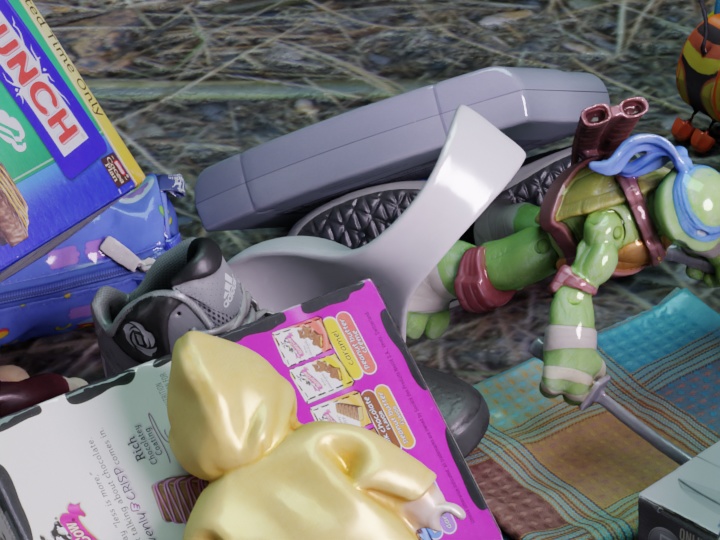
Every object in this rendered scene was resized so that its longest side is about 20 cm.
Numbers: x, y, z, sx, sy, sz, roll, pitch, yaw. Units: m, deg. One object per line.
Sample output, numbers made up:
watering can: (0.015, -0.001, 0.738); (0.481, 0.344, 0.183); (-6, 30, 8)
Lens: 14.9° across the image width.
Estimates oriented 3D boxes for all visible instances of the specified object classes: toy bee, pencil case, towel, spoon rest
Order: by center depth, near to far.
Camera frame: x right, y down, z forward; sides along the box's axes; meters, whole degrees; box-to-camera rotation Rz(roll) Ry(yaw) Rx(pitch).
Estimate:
spoon rest: (0.000, 0.000, 1.316); (0.099, 0.200, 0.061); (36, 43, -10)
towel: (0.128, 0.074, 1.330); (0.200, 0.022, 0.147); (-22, 35, -28)
pencil case: (-0.184, 0.004, 1.422); (0.200, 0.078, 0.087); (-12, 11, -11)
toy bee: (0.222, -0.122, 1.591); (0.200, 0.109, 0.131); (15, 17, -19)

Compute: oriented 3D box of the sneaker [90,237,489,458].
sneaker: (-0.042, 0.039, 1.298); (0.200, 0.116, 0.075); (2, 38, 21)

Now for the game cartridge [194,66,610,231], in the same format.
game cartridge: (0.018, -0.064, 1.443); (0.200, 0.041, 0.133); (-18, -2, 26)

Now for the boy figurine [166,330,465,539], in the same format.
boy figurine: (-0.023, 0.115, 1.128); (0.124, 0.064, 0.200); (-39, 77, 1)

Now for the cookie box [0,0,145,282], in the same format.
cookie box: (-0.209, -0.070, 1.282); (0.075, 0.171, 0.200); (-32, 4, 26)

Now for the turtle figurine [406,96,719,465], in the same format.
turtle figurine: (0.120, 0.021, 1.331); (0.194, 0.200, 0.144); (-2, 51, 50)

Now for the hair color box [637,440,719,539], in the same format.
hair color box: (0.228, 0.102, 1.232); (0.200, 0.065, 0.109); (-27, 39, -36)

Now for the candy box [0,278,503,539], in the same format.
candy box: (-0.058, 0.103, 1.195); (0.200, 0.061, 0.137); (-20, 74, -25)

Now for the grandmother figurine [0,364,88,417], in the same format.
grandmother figurine: (-0.184, 0.063, 1.256); (0.121, 0.061, 0.200); (-14, -4, -1)

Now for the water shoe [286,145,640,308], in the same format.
water shoe: (0.057, -0.018, 1.466); (0.200, 0.072, 0.079); (-12, 1, -5)

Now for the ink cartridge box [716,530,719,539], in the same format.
ink cartridge box: (0.225, 0.108, 1.102); (0.145, 0.084, 0.200); (27, 55, -1)
